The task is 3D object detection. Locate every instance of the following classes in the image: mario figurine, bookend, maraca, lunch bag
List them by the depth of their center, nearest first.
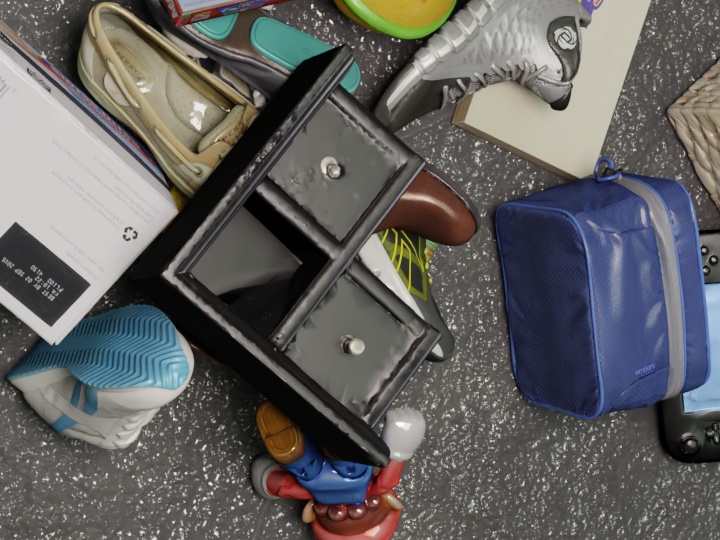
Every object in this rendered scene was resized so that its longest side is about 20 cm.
[{"bbox_3d":[-0.013,-0.007,1.278,0.200,0.092,0.199,43,75,-15],"label":"bookend"},{"bbox_3d":[-0.020,0.136,1.433,0.106,0.123,0.200,-53,156,-17],"label":"mario figurine"},{"bbox_3d":[0.027,-0.267,1.469,0.137,0.107,0.201,31,53,-29],"label":"maraca"},{"bbox_3d":[0.202,0.009,1.540,0.132,0.136,0.201,-14,105,-27],"label":"lunch bag"}]

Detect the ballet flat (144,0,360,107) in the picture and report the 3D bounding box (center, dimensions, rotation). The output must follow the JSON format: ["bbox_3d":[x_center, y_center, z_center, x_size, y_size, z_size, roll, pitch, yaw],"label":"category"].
[{"bbox_3d":[-0.094,-0.165,1.346,0.200,0.073,0.073,33,78,-16],"label":"ballet flat"}]

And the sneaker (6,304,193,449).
[{"bbox_3d":[-0.167,0.078,1.328,0.077,0.200,0.081,-49,113,-26],"label":"sneaker"}]

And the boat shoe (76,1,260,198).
[{"bbox_3d":[-0.115,-0.108,1.329,0.201,0.063,0.073,44,66,7],"label":"boat shoe"}]

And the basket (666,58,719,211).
[{"bbox_3d":[0.371,-0.096,1.630,0.123,0.135,0.200,-36,107,-17],"label":"basket"}]

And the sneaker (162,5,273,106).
[{"bbox_3d":[-0.086,-0.205,1.395,0.079,0.129,0.200,4,90,-25],"label":"sneaker"}]

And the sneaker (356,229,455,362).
[{"bbox_3d":[0.028,-0.023,1.471,0.084,0.074,0.200,-33,99,-17],"label":"sneaker"}]

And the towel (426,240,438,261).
[{"bbox_3d":[0.000,0.000,1.511,0.086,0.018,0.200,35,77,-18],"label":"towel"}]

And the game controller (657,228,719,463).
[{"bbox_3d":[0.304,0.065,1.637,0.104,0.042,0.201,-4,95,9],"label":"game controller"}]

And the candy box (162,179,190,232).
[{"bbox_3d":[-0.073,0.004,1.425,0.200,0.026,0.102,49,30,-15],"label":"candy box"}]

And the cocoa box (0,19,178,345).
[{"bbox_3d":[-0.244,-0.075,1.302,0.133,0.131,0.200,-46,112,6],"label":"cocoa box"}]

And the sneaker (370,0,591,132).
[{"bbox_3d":[0.107,-0.153,1.498,0.116,0.075,0.200,45,81,-2],"label":"sneaker"}]

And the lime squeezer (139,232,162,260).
[{"bbox_3d":[-0.141,-0.002,1.415,0.038,0.071,0.200,-37,77,5],"label":"lime squeezer"}]

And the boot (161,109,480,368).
[{"bbox_3d":[-0.024,-0.004,1.358,0.188,0.068,0.201,27,58,-9],"label":"boot"}]

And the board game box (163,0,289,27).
[{"bbox_3d":[-0.060,-0.236,1.324,0.199,0.019,0.103,-18,74,-30],"label":"board game box"}]

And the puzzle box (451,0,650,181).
[{"bbox_3d":[0.165,-0.189,1.581,0.133,0.025,0.201,24,81,-25],"label":"puzzle box"}]
